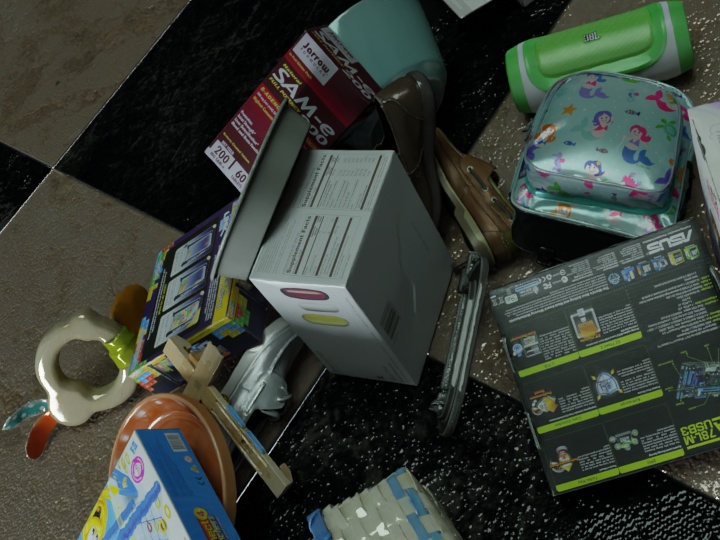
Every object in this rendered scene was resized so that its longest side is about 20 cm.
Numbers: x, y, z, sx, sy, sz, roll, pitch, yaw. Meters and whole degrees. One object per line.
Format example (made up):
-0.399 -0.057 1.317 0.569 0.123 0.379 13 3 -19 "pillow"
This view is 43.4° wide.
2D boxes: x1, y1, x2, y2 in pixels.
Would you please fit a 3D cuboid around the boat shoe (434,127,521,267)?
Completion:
0.126 -0.091 1.016 0.067 0.072 0.202 -26 59 3 "boat shoe"

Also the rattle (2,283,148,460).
-0.351 0.118 1.123 0.201 0.129 0.143 -54 34 21 "rattle"

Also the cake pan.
-0.100 -0.077 0.930 0.036 0.200 0.202 23 65 -5 "cake pan"

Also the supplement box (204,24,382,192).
-0.076 -0.167 1.030 0.200 0.109 0.061 -43 -1 30 "supplement box"

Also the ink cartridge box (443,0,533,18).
0.171 -0.421 1.225 0.175 0.045 0.201 -33 49 3 "ink cartridge box"

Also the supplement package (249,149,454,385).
0.000 0.000 0.928 0.110 0.200 0.157 5 60 30 "supplement package"

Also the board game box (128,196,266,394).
-0.181 0.026 1.055 0.164 0.057 0.202 -28 38 28 "board game box"

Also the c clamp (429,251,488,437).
0.101 0.069 0.894 0.027 0.171 0.203 14 74 -2 "c clamp"

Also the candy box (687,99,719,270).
0.341 -0.024 0.765 0.071 0.200 0.170 -15 53 18 "candy box"

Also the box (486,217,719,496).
0.235 0.078 0.805 0.198 0.047 0.196 -21 80 14 "box"

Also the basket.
0.006 0.287 0.770 0.199 0.140 0.177 -32 44 -3 "basket"

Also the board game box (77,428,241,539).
-0.196 0.293 0.866 0.200 0.055 0.197 48 117 38 "board game box"

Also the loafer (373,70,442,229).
0.043 -0.117 0.996 0.070 0.203 0.073 -13 27 -15 "loafer"

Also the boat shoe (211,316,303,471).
-0.112 0.140 0.984 0.068 0.072 0.201 31 73 23 "boat shoe"

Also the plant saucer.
-0.194 0.229 0.938 0.198 0.032 0.203 -4 83 40 "plant saucer"

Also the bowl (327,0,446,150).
0.026 -0.221 1.089 0.200 0.201 0.105 -38 69 -1 "bowl"

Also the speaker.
0.269 -0.240 1.026 0.197 0.089 0.089 -12 54 20 "speaker"

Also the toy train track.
-0.132 0.144 0.931 0.200 0.032 0.115 48 130 19 "toy train track"

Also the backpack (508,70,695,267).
0.249 -0.112 0.913 0.175 0.151 0.201 15 57 19 "backpack"
